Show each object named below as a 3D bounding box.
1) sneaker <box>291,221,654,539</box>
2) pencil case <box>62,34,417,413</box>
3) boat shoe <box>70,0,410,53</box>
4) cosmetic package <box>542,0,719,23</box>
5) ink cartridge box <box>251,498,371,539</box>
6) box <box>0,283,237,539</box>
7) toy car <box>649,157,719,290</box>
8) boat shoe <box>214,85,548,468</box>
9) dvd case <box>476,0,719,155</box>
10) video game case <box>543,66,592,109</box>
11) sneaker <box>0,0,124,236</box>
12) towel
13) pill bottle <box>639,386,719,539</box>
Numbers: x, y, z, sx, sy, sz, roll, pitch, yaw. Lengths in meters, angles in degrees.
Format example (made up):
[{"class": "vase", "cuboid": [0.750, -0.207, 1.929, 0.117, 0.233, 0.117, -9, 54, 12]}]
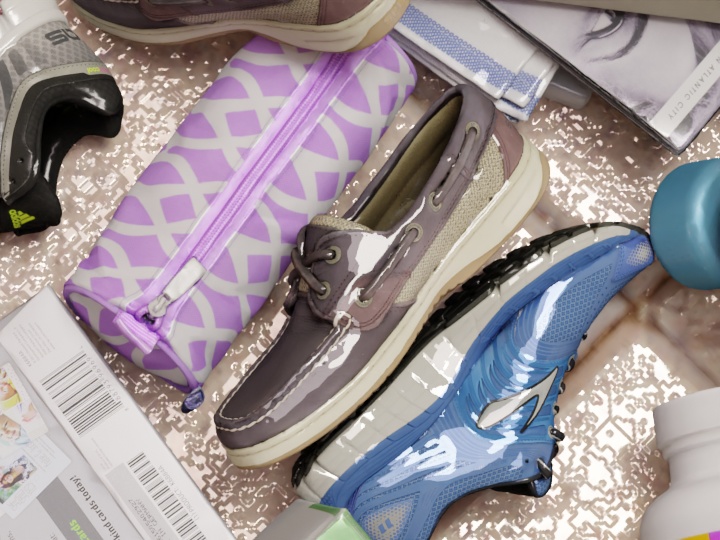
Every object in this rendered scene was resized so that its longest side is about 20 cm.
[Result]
[{"class": "sneaker", "cuboid": [0.064, 0.056, 1.085, 0.200, 0.079, 0.089, -44, 96, -9]}, {"class": "pencil case", "cuboid": [-0.055, -0.039, 1.089, 0.084, 0.086, 0.200, 33, 76, 3]}, {"class": "boat shoe", "cuboid": [-0.066, -0.143, 1.077, 0.200, 0.065, 0.072, 13, 63, 40]}, {"class": "cosmetic package", "cuboid": [0.120, -0.177, 1.072, 0.199, 0.073, 0.104, 7, 71, 1]}, {"class": "ink cartridge box", "cuboid": [0.017, 0.198, 0.985, 0.087, 0.145, 0.200, -42, 93, -10]}, {"class": "box", "cuboid": [-0.176, 0.127, 1.065, 0.200, 0.041, 0.156, -36, 81, -11]}, {"class": "toy car", "cuboid": [0.273, -0.012, 1.073, 0.200, 0.184, 0.177, 47, 62, -22]}, {"class": "boat shoe", "cuboid": [0.000, 0.000, 1.050, 0.200, 0.072, 0.065, -46, 113, -15]}, {"class": "dvd case", "cuboid": [0.117, -0.168, 1.117, 0.200, 0.016, 0.149, 39, 76, 9]}, {"class": "video game case", "cuboid": [0.059, -0.200, 1.167, 0.181, 0.023, 0.200, 21, 77, 2]}, {"class": "sneaker", "cuboid": [-0.184, -0.038, 1.088, 0.087, 0.074, 0.200, 38, 73, 13]}, {"class": "towel", "cuboid": [0.072, -0.183, 1.140, 0.147, 0.024, 0.200, 35, 76, 8]}, {"class": "pill bottle", "cuboid": [0.181, 0.153, 1.042, 0.104, 0.104, 0.201, -8, 77, -5]}]
